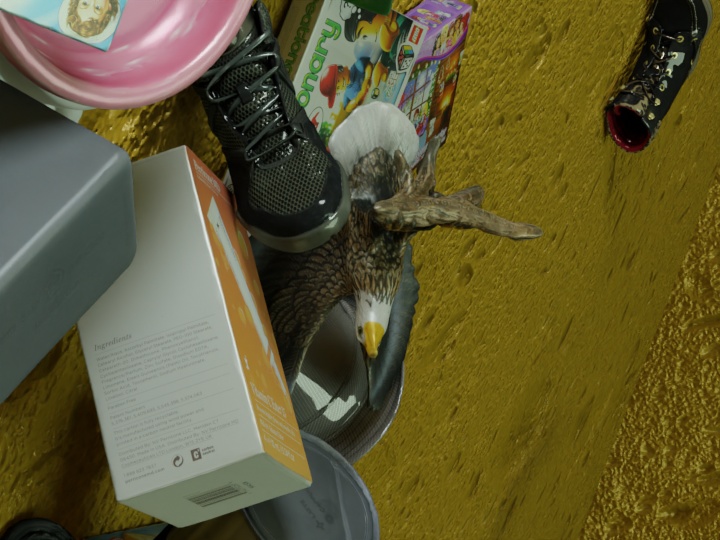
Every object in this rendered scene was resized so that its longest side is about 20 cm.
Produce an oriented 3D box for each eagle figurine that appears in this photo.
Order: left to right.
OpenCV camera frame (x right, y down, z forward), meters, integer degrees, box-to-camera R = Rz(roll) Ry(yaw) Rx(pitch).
[{"bbox_3d":[-0.002,0.005,1.324,0.200,0.152,0.151,-47,-177,47],"label":"eagle figurine"}]

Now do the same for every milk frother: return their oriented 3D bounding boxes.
[{"bbox_3d":[-0.127,0.197,1.344,0.200,0.181,0.188,-27,164,-52],"label":"milk frother"}]

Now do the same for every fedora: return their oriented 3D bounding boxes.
[{"bbox_3d":[-0.065,0.060,1.453,0.176,0.201,0.091,-27,130,8],"label":"fedora"}]

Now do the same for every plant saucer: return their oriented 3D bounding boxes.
[{"bbox_3d":[-0.135,-0.188,1.046,0.199,0.051,0.203,-13,109,-43],"label":"plant saucer"}]

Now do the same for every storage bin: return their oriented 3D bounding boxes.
[{"bbox_3d":[-0.212,-0.005,1.016,0.200,0.133,0.146,-50,155,-38],"label":"storage bin"}]

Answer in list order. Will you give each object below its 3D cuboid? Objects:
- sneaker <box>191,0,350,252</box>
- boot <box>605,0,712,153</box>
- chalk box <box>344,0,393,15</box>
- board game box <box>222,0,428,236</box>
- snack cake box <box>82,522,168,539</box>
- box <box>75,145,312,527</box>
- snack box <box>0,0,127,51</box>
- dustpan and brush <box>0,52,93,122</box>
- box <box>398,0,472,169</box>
[{"bbox_3d":[-0.069,-0.099,1.258,0.076,0.200,0.115,-26,133,4],"label":"sneaker"},{"bbox_3d":[0.352,-0.244,2.347,0.151,0.073,0.200,-58,165,-24],"label":"boot"},{"bbox_3d":[0.011,-0.272,1.315,0.124,0.124,0.202,-29,138,-60],"label":"chalk box"},{"bbox_3d":[-0.030,-0.110,1.470,0.126,0.034,0.202,18,94,-52],"label":"board game box"},{"bbox_3d":[-0.167,0.267,1.557,0.116,0.067,0.200,-69,161,6],"label":"snack cake box"},{"bbox_3d":[-0.112,0.044,1.233,0.124,0.097,0.202,48,25,-71],"label":"box"},{"bbox_3d":[-0.179,-0.189,0.926,0.199,0.037,0.117,18,96,-48],"label":"snack box"},{"bbox_3d":[-0.164,-0.118,1.139,0.139,0.057,0.202,-27,129,-40],"label":"dustpan and brush"},{"bbox_3d":[0.023,-0.132,1.638,0.200,0.039,0.138,-42,149,-50],"label":"box"}]
